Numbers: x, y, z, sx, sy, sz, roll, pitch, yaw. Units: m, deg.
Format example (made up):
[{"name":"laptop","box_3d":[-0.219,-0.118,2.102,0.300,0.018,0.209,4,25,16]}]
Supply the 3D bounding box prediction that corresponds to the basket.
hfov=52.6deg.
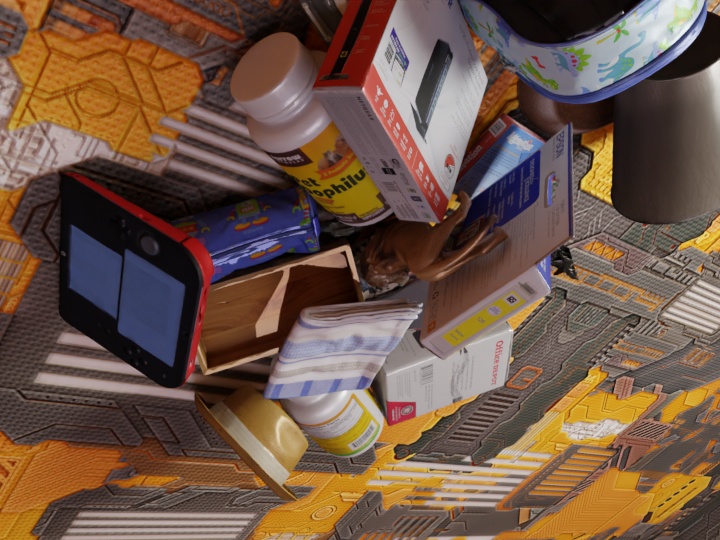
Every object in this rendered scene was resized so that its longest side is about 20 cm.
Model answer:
[{"name":"basket","box_3d":[0.356,-0.174,0.814,0.180,0.136,0.200,-26,136,6]}]

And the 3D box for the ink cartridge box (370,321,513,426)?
[{"name":"ink cartridge box","box_3d":[0.117,0.134,1.092,0.199,0.084,0.146,-18,138,-11]}]

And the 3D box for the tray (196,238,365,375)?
[{"name":"tray","box_3d":[-0.097,0.040,0.831,0.199,0.037,0.099,-17,107,-5]}]

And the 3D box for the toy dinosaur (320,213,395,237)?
[{"name":"toy dinosaur","box_3d":[0.048,-0.090,0.820,0.200,0.048,0.088,-35,177,16]}]

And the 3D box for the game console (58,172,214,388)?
[{"name":"game console","box_3d":[-0.236,0.018,0.741,0.176,0.031,0.201,27,128,8]}]

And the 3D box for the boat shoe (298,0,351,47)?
[{"name":"boat shoe","box_3d":[0.005,-0.219,0.700,0.061,0.073,0.200,6,160,30]}]

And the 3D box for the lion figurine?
[{"name":"lion figurine","box_3d":[0.064,-0.024,0.757,0.122,0.200,0.073,-41,100,-6]}]

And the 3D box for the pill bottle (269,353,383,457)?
[{"name":"pill bottle","box_3d":[-0.049,0.177,1.028,0.111,0.111,0.200,-29,139,3]}]

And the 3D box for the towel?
[{"name":"towel","box_3d":[-0.026,0.097,0.849,0.146,0.024,0.200,-3,146,-25]}]

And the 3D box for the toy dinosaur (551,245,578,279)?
[{"name":"toy dinosaur","box_3d":[0.212,-0.019,0.981,0.135,0.103,0.200,-16,169,16]}]

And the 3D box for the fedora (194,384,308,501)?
[{"name":"fedora","box_3d":[-0.136,0.218,0.984,0.082,0.200,0.201,-44,142,-14]}]

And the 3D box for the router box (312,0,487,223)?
[{"name":"router box","box_3d":[0.047,-0.172,0.670,0.049,0.180,0.200,7,156,30]}]

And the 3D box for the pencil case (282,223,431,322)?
[{"name":"pencil case","box_3d":[0.000,0.000,0.893,0.199,0.078,0.089,-26,168,-1]}]

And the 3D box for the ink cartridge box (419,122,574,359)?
[{"name":"ink cartridge box","box_3d":[0.151,-0.031,0.750,0.047,0.198,0.200,39,129,-19]}]

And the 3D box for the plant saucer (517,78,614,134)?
[{"name":"plant saucer","box_3d":[0.277,-0.232,0.835,0.199,0.037,0.201,-15,137,-14]}]

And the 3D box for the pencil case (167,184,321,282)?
[{"name":"pencil case","box_3d":[-0.138,-0.031,0.784,0.199,0.087,0.078,-19,121,-11]}]

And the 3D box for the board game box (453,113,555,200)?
[{"name":"board game box","box_3d":[0.177,-0.120,0.865,0.103,0.019,0.200,-45,154,22]}]

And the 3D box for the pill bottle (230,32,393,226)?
[{"name":"pill bottle","box_3d":[-0.035,-0.135,0.712,0.109,0.110,0.200,-37,138,11]}]

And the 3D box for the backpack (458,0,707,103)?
[{"name":"backpack","box_3d":[0.200,-0.244,0.654,0.183,0.200,0.147,-35,139,8]}]

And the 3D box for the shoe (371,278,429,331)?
[{"name":"shoe","box_3d":[0.092,0.036,0.926,0.091,0.072,0.200,-27,-175,-42]}]
